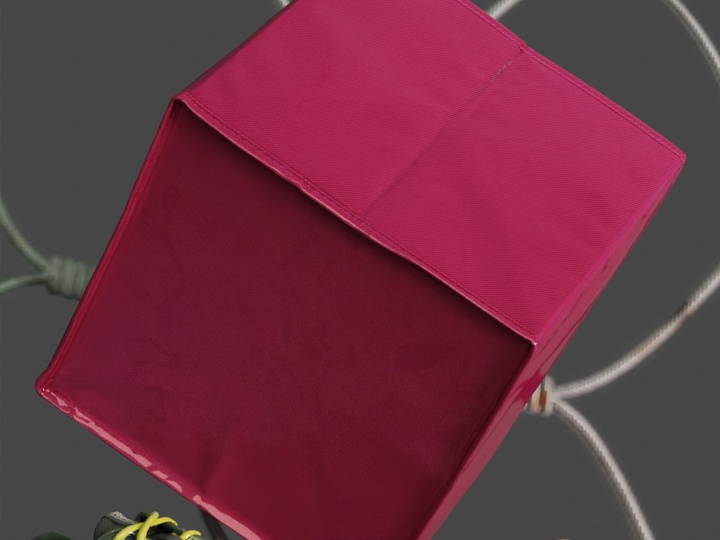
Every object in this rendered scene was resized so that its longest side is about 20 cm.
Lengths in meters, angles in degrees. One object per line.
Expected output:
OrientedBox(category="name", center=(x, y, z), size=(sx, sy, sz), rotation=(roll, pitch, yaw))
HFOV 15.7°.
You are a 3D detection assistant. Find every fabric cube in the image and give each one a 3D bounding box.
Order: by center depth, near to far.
OrientedBox(category="fabric cube", center=(0.000, 0.000, 1.229), size=(0.200, 0.196, 0.199), rotation=(35, 38, 6))

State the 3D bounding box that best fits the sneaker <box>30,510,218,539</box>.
OrientedBox(category="sneaker", center=(-0.086, 0.149, 1.189), size=(0.200, 0.074, 0.085), rotation=(-14, 96, 26))
